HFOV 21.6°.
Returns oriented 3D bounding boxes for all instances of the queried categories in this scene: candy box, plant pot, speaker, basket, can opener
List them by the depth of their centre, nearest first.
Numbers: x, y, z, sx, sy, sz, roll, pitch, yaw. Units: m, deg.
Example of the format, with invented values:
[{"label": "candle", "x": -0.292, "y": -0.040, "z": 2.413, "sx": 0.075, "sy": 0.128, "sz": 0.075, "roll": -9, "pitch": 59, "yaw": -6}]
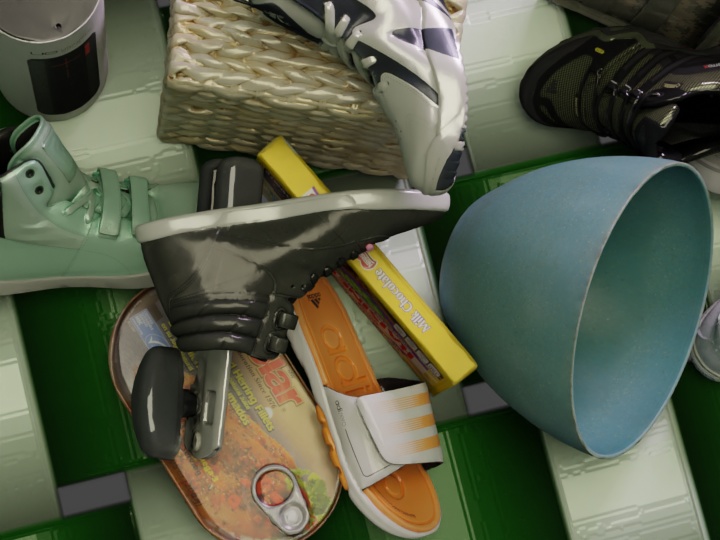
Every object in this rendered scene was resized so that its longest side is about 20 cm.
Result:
[{"label": "speaker", "x": -0.205, "y": -0.159, "z": 1.225, "sx": 0.081, "sy": 0.200, "sz": 0.082, "roll": 1, "pitch": 80, "yaw": -7}, {"label": "can opener", "x": -0.107, "y": 0.024, "z": 1.230, "sx": 0.067, "sy": 0.053, "sz": 0.201, "roll": 6, "pitch": 87, "yaw": -29}, {"label": "basket", "x": -0.036, "y": -0.166, "z": 1.253, "sx": 0.199, "sy": 0.198, "sz": 0.162, "roll": 10, "pitch": 81, "yaw": -7}, {"label": "plant pot", "x": 0.132, "y": 0.011, "z": 1.265, "sx": 0.134, "sy": 0.200, "sz": 0.201, "roll": 17, "pitch": 76, "yaw": 31}, {"label": "candy box", "x": 0.000, "y": 0.000, "z": 1.277, "sx": 0.026, "sy": 0.102, "sz": 0.200, "roll": -40, "pitch": 87, "yaw": -7}]

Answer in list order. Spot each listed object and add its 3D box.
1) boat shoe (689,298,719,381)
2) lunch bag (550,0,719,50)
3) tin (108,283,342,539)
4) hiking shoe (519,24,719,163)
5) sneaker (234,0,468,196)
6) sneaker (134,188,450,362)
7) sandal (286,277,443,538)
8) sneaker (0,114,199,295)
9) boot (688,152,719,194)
[{"label": "boat shoe", "x": 0.316, "y": 0.003, "z": 1.333, "sx": 0.201, "sy": 0.072, "sz": 0.070, "roll": -42, "pitch": 88, "yaw": -16}, {"label": "lunch bag", "x": 0.249, "y": -0.222, "z": 1.317, "sx": 0.199, "sy": 0.164, "sz": 0.118, "roll": 24, "pitch": 72, "yaw": -2}, {"label": "tin", "x": -0.091, "y": 0.097, "z": 1.281, "sx": 0.112, "sy": 0.042, "sz": 0.200, "roll": -32, "pitch": 86, "yaw": -8}, {"label": "hiking shoe", "x": 0.195, "y": -0.117, "z": 1.292, "sx": 0.199, "sy": 0.101, "sz": 0.076, "roll": 2, "pitch": 120, "yaw": 26}, {"label": "sneaker", "x": -0.010, "y": -0.138, "z": 1.119, "sx": 0.129, "sy": 0.079, "sz": 0.200, "roll": -6, "pitch": 87, "yaw": -6}, {"label": "sneaker", "x": -0.036, "y": 0.003, "z": 1.192, "sx": 0.199, "sy": 0.071, "sz": 0.100, "roll": -10, "pitch": 91, "yaw": -6}, {"label": "sandal", "x": 0.007, "y": 0.081, "z": 1.270, "sx": 0.079, "sy": 0.059, "sz": 0.207, "roll": -17, "pitch": 79, "yaw": -54}, {"label": "sneaker", "x": -0.174, "y": -0.050, "z": 1.247, "sx": 0.199, "sy": 0.119, "sz": 0.074, "roll": -10, "pitch": 46, "yaw": -8}, {"label": "boot", "x": 0.331, "y": -0.097, "z": 1.321, "sx": 0.199, "sy": 0.074, "sz": 0.096, "roll": 6, "pitch": 121, "yaw": 8}]
